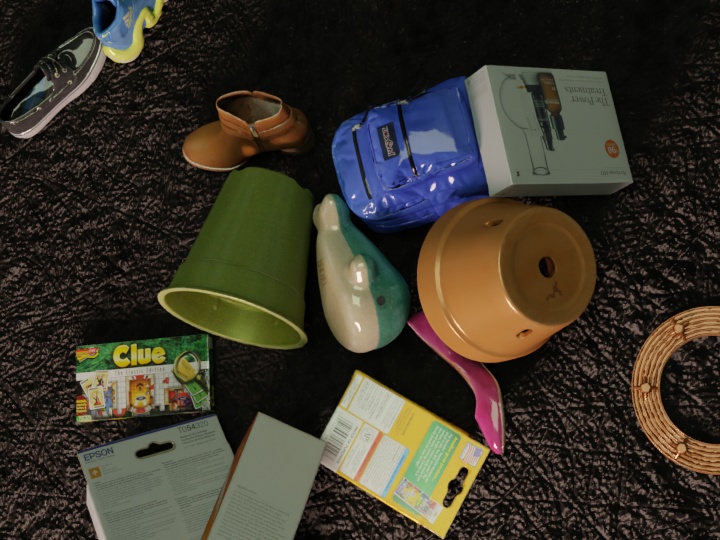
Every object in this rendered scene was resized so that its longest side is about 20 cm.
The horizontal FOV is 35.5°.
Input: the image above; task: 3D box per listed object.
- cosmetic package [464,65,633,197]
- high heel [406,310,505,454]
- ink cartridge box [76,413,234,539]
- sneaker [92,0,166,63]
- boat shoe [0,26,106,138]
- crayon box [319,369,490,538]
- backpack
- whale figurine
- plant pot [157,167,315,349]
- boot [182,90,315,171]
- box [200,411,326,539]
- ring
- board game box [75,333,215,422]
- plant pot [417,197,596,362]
[{"bbox_3d":[0.233,-0.170,1.384,0.198,0.052,0.153,-4,78,-32],"label":"cosmetic package"},{"bbox_3d":[0.122,0.137,1.405,0.095,0.067,0.203,-12,72,1],"label":"high heel"},{"bbox_3d":[-0.238,0.299,1.422,0.194,0.043,0.201,-12,59,-28],"label":"ink cartridge box"},{"bbox_3d":[-0.321,-0.399,1.596,0.075,0.105,0.203,16,85,16],"label":"sneaker"},{"bbox_3d":[-0.448,-0.278,1.626,0.200,0.066,0.070,-43,73,4],"label":"boat shoe"},{"bbox_3d":[0.053,0.230,1.419,0.198,0.052,0.127,29,88,18],"label":"crayon box"},{"bbox_3d":[0.062,-0.148,1.427,0.198,0.168,0.165,-17,71,16],"label":"backpack"},{"bbox_3d":[0.000,0.000,1.432,0.102,0.159,0.203,-14,82,-17],"label":"whale figurine"},{"bbox_3d":[-0.138,-0.022,1.456,0.197,0.200,0.192,11,70,15],"label":"plant pot"},{"bbox_3d":[-0.166,-0.192,1.494,0.197,0.155,0.075,-8,79,12],"label":"boot"},{"bbox_3d":[-0.128,0.297,1.358,0.097,0.125,0.201,25,52,-5],"label":"box"},{"bbox_3d":[0.428,0.143,1.358,0.197,0.019,0.203,-3,79,14],"label":"ring"},{"bbox_3d":[-0.295,0.147,1.536,0.197,0.023,0.106,-7,76,13],"label":"board game box"},{"bbox_3d":[0.185,0.003,1.333,0.198,0.140,0.203,4,81,-25],"label":"plant pot"}]
